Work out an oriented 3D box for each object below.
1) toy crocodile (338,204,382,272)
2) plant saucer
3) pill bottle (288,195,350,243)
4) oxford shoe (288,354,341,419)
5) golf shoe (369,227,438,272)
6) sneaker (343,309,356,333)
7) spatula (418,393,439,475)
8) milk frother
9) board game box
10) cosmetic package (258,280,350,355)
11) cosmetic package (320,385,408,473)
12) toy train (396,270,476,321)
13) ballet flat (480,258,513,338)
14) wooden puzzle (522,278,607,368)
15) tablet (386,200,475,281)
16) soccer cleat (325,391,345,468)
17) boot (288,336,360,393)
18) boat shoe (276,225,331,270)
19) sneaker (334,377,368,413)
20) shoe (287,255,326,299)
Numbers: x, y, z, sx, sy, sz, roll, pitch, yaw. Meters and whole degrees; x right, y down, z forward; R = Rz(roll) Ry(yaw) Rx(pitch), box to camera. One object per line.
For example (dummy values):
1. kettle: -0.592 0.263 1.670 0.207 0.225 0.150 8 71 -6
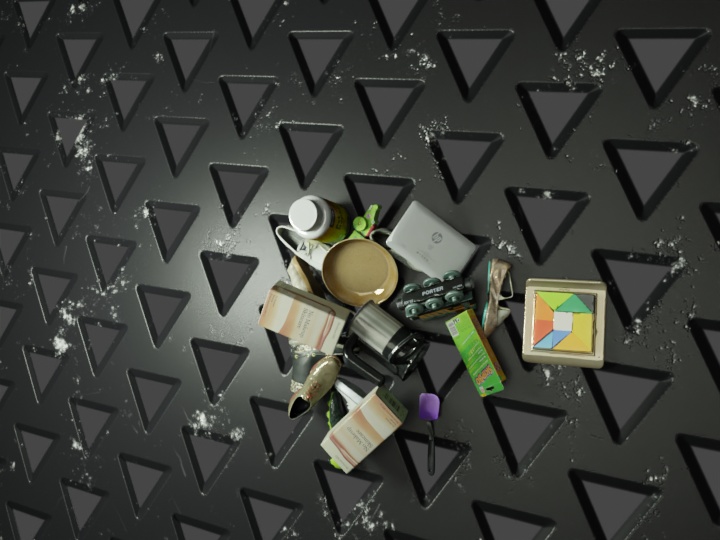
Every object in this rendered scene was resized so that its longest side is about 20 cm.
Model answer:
1. toy crocodile: -0.002 -0.086 1.593 0.062 0.067 0.201 37 102 14
2. plant saucer: 0.000 0.000 1.566 0.197 0.036 0.202 4 120 8
3. pill bottle: -0.106 -0.131 1.560 0.108 0.200 0.111 -1 88 19
4. oxford shoe: -0.115 0.303 1.553 0.070 0.075 0.201 34 106 -4
5. golf shoe: 0.110 -0.050 1.535 0.198 0.097 0.079 20 93 18
6. sneaker: -0.112 0.138 1.600 0.197 0.108 0.071 -3 87 19
7. spatula: 0.175 0.412 1.531 0.056 0.020 0.203 -3 89 32
8. milk frother: 0.062 0.157 1.480 0.187 0.180 0.201 35 133 17
9. board game box: 0.280 0.200 1.473 0.095 0.030 0.202 -41 68 57
10. cosmetic package: -0.137 0.115 1.501 0.198 0.087 0.104 21 106 2
11. cosmetic package: 0.010 0.385 1.495 0.103 0.087 0.200 44 106 4
12. toy train: 0.191 0.071 1.492 0.198 0.114 0.086 -19 52 21
13. ballet flat: 0.331 0.073 1.468 0.066 0.068 0.203 8 92 12
14. wooden puzzle: 0.476 0.122 1.427 0.183 0.037 0.203 2 89 20
15. tablet: 0.175 -0.063 1.501 0.199 0.014 0.131 35 90 -11
16. soccer cleat: -0.045 0.415 1.594 0.080 0.068 0.203 -4 92 9
17. boot: -0.097 0.253 1.614 0.201 0.073 0.156 4 95 17
18. boat shoe: -0.147 -0.059 1.640 0.199 0.065 0.074 28 96 21
19. sneaker: 0.000 0.358 1.570 0.199 0.073 0.071 39 97 17
20. shoe: -0.144 0.046 1.620 0.053 0.070 0.201 -41 51 14
